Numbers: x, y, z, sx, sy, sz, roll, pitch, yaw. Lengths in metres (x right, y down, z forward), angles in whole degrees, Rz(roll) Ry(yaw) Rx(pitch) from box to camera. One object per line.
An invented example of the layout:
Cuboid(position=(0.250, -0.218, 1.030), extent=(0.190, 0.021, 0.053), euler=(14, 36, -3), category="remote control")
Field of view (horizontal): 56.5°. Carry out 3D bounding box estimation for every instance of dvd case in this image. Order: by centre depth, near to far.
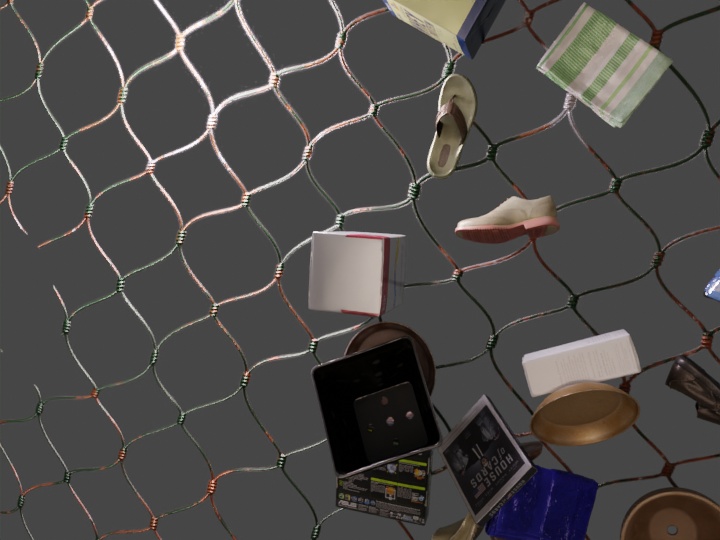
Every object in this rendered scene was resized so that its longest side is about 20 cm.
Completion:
Cuboid(position=(0.232, 0.352, 1.261), extent=(0.025, 0.201, 0.151), euler=(33, 104, -29), category="dvd case")

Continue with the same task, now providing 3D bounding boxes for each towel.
Cuboid(position=(0.341, 0.443, 1.247), extent=(0.196, 0.050, 0.151), euler=(16, 93, -13), category="towel")
Cuboid(position=(0.450, -0.382, 1.247), extent=(0.199, 0.023, 0.154), euler=(40, 101, 12), category="towel")

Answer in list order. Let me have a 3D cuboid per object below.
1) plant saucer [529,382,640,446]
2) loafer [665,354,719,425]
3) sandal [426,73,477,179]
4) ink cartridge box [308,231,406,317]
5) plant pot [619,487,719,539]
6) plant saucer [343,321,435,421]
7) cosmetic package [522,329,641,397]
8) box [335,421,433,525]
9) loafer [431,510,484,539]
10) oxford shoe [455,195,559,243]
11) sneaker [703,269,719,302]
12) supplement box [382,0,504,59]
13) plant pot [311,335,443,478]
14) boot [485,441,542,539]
Cuboid(position=(0.404, 0.257, 1.221), extent=(0.196, 0.201, 0.036), euler=(-16, 46, 16), category="plant saucer")
Cuboid(position=(0.631, 0.240, 1.194), extent=(0.200, 0.073, 0.072), euler=(44, 108, 19), category="loafer")
Cuboid(position=(0.179, -0.281, 1.312), extent=(0.078, 0.057, 0.206), euler=(12, 95, 15), category="sandal")
Cuboid(position=(0.000, 0.000, 1.301), extent=(0.142, 0.200, 0.148), euler=(4, 96, 16), category="ink cartridge box")
Cuboid(position=(0.567, 0.482, 1.204), extent=(0.196, 0.093, 0.206), euler=(1, 93, 15), category="plant pot")
Cuboid(position=(0.061, 0.205, 1.375), extent=(0.196, 0.034, 0.205), euler=(1, 92, 17), category="plant saucer")
Cuboid(position=(0.405, 0.171, 1.238), extent=(0.196, 0.101, 0.076), euler=(-19, 85, 17), category="cosmetic package")
Cuboid(position=(0.047, 0.404, 1.365), extent=(0.195, 0.047, 0.198), euler=(5, 101, 16), category="box")
Cuboid(position=(0.177, 0.529, 1.311), extent=(0.068, 0.075, 0.202), euler=(39, 120, 22), category="loafer")
Cuboid(position=(0.280, -0.099, 1.293), extent=(0.195, 0.071, 0.075), euler=(-5, 70, 13), category="oxford shoe")
Cuboid(position=(0.686, 0.088, 1.173), extent=(0.089, 0.078, 0.201), euler=(-46, 71, 20), category="sneaker")
Cuboid(position=(0.172, -0.551, 1.265), extent=(0.198, 0.134, 0.202), euler=(33, 100, 13), category="supplement box")
Cuboid(position=(0.043, 0.268, 1.247), extent=(0.196, 0.178, 0.203), euler=(-19, 64, 5), category="plant pot")
Cuboid(position=(0.313, 0.453, 1.296), extent=(0.184, 0.064, 0.203), euler=(-30, 85, 17), category="boot")
